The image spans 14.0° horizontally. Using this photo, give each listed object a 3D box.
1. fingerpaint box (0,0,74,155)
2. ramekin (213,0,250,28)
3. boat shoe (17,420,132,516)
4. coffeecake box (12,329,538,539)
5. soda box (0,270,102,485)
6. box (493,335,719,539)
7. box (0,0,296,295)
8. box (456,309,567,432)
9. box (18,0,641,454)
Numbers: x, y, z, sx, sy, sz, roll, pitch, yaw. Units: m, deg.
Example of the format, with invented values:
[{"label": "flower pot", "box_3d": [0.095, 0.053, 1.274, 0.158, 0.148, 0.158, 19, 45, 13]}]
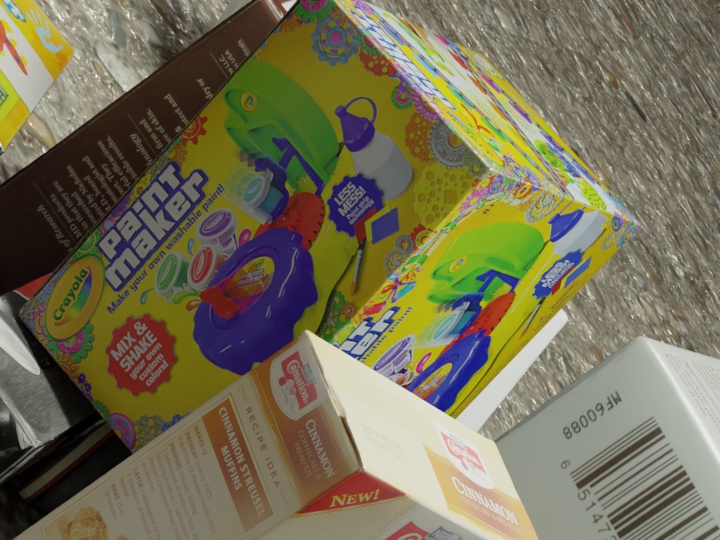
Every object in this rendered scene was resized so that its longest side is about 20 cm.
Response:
[{"label": "fingerpaint box", "box_3d": [-0.242, -0.140, 1.414, 0.200, 0.073, 0.167, 51, 18, -13]}, {"label": "ramekin", "box_3d": [-0.011, -0.106, 1.832, 0.200, 0.098, 0.200, 35, -2, 2]}, {"label": "boat shoe", "box_3d": [-0.098, 0.098, 1.365, 0.063, 0.071, 0.200, 59, 13, 6]}, {"label": "coffeecake box", "box_3d": [-0.047, 0.129, 1.209, 0.153, 0.200, 0.073, 32, 27, -51]}, {"label": "soda box", "box_3d": [-0.152, 0.048, 1.316, 0.071, 0.063, 0.200, 55, 16, 0]}, {"label": "box", "box_3d": [0.165, 0.178, 1.700, 0.199, 0.200, 0.171, 60, 20, 20]}, {"label": "box", "box_3d": [-0.092, -0.056, 1.443, 0.075, 0.200, 0.100, 57, 17, 0]}, {"label": "box", "box_3d": [0.000, 0.000, 1.627, 0.124, 0.098, 0.200, 44, -9, -32]}, {"label": "box", "box_3d": [-0.010, -0.002, 1.310, 0.122, 0.200, 0.192, 48, 14, 22]}]
